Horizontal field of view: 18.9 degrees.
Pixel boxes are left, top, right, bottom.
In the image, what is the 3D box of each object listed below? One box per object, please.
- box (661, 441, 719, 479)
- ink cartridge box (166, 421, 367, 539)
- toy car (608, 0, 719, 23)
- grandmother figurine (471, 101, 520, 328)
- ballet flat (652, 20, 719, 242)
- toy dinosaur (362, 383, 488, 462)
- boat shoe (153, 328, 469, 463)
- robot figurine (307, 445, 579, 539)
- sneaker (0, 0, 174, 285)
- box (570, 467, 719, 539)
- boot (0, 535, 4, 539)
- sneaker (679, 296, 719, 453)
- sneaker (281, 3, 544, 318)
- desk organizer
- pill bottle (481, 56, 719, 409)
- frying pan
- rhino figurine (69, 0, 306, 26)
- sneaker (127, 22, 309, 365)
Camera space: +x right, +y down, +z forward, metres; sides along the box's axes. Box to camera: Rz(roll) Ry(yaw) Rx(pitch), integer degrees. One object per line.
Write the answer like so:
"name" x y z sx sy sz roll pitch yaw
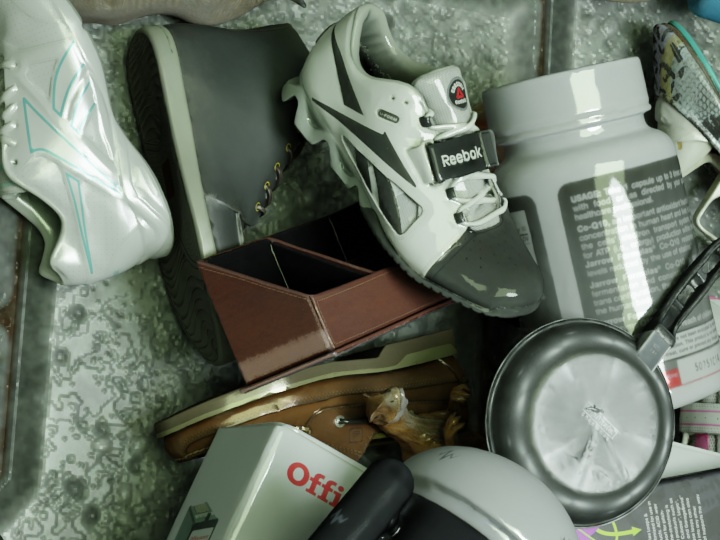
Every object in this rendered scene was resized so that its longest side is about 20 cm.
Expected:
"box" 0.137 0.202 1.294 0.097 0.124 0.202 13 79 -22
"ink cartridge box" -0.044 0.203 1.176 0.145 0.084 0.201 32 71 -22
"toy car" 0.187 -0.288 1.364 0.183 0.177 0.201 15 65 -9
"grandmother figurine" 0.118 -0.011 1.352 0.121 0.061 0.201 -31 100 -3
"ballet flat" 0.233 -0.065 1.404 0.072 0.072 0.201 -40 99 -22
"toy dinosaur" 0.059 0.125 1.284 0.106 0.061 0.201 -25 123 2
"boat shoe" -0.021 0.089 1.267 0.199 0.072 0.069 -14 88 -24
"robot figurine" 0.026 0.182 1.100 0.124 0.150 0.200 37 67 9
"sneaker" -0.179 -0.085 1.223 0.080 0.070 0.201 -27 95 -21
"box" 0.169 0.190 1.222 0.198 0.036 0.144 -7 85 -24
"boot" -0.127 0.184 1.212 0.199 0.066 0.166 -16 98 -21
"sneaker" 0.239 0.115 1.372 0.088 0.081 0.201 -24 93 -26
"sneaker" 0.039 -0.064 1.201 0.200 0.089 0.074 49 40 15
"desk organizer" 0.000 0.000 1.241 0.200 0.071 0.078 -22 89 -55
"pill bottle" 0.140 -0.018 1.271 0.113 0.114 0.202 -14 93 -24
"frying pan" 0.156 0.068 1.197 0.189 0.031 0.116 -25 95 -18
"rhino figurine" -0.100 -0.188 1.273 0.198 0.060 0.088 -3 102 -25
"sneaker" -0.064 -0.050 1.265 0.105 0.075 0.202 -9 86 -24
